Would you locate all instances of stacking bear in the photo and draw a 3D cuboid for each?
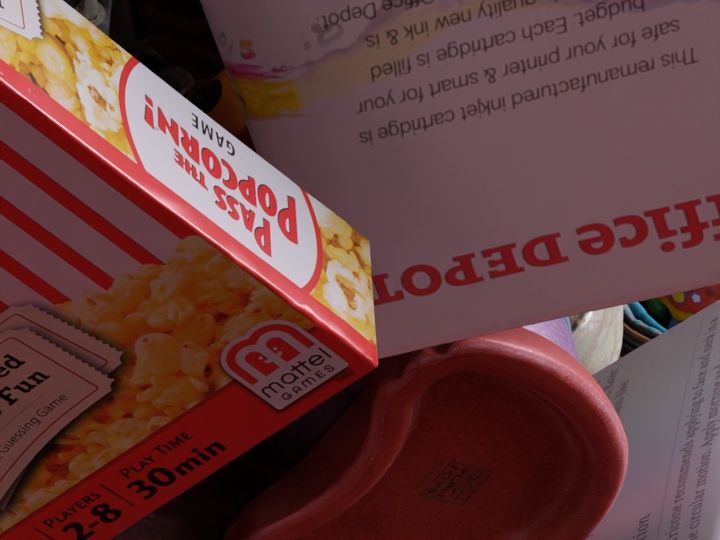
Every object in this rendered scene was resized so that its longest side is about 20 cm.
[{"bbox_3d":[0.000,0.000,0.844,0.114,0.121,0.200,17,35,-37],"label":"stacking bear"}]

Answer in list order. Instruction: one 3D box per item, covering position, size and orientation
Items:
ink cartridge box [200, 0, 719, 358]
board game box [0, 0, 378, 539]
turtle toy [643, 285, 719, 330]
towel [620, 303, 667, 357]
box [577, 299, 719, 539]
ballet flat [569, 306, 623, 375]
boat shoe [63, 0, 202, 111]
[{"bbox_3d":[0.042,-0.104,0.694,0.146,0.147,0.200,-65,139,-62],"label":"ink cartridge box"},{"bbox_3d":[-0.118,-0.007,0.591,0.200,0.151,0.046,38,31,-33],"label":"board game box"},{"bbox_3d":[0.156,-0.033,1.139,0.101,0.146,0.200,-27,82,-44],"label":"turtle toy"},{"bbox_3d":[0.198,0.077,1.045,0.200,0.022,0.147,27,-7,41],"label":"towel"},{"bbox_3d":[0.133,0.145,0.876,0.200,0.131,0.199,50,26,-14],"label":"box"},{"bbox_3d":[0.079,-0.038,1.058,0.062,0.067,0.200,44,45,-47],"label":"ballet flat"},{"bbox_3d":[-0.075,-0.033,0.692,0.071,0.064,0.200,-82,169,-61],"label":"boat shoe"}]
